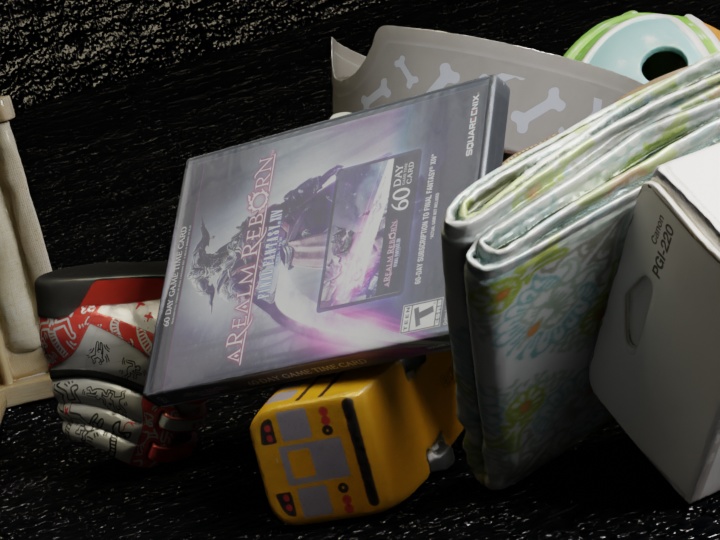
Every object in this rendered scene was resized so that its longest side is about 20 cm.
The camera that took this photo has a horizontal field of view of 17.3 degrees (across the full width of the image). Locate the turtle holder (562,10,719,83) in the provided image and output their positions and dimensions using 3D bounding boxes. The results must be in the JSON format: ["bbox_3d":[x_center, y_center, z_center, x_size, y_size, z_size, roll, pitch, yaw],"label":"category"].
[{"bbox_3d":[0.182,-0.092,1.545,0.184,0.142,0.132,-18,14,-23],"label":"turtle holder"}]

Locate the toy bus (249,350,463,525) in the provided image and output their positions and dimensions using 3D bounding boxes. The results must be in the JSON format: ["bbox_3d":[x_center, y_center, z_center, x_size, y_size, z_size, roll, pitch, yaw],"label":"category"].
[{"bbox_3d":[0.014,0.064,1.223,0.078,0.066,0.200,-12,13,19],"label":"toy bus"}]

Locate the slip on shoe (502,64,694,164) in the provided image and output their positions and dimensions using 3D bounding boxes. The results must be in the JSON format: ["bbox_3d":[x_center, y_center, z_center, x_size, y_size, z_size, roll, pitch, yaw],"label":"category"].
[{"bbox_3d":[0.137,-0.060,1.232,0.076,0.061,0.199,40,38,28],"label":"slip on shoe"}]

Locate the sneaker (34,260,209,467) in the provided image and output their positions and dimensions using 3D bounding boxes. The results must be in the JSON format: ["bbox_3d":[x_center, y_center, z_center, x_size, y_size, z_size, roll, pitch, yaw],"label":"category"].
[{"bbox_3d":[-0.085,0.051,1.306,0.200,0.109,0.067,-2,11,25],"label":"sneaker"}]

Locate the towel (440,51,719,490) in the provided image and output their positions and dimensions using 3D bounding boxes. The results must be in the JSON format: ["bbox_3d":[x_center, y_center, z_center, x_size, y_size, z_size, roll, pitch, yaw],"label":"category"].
[{"bbox_3d":[0.115,0.000,1.076,0.170,0.201,0.048,-29,56,-14],"label":"towel"}]

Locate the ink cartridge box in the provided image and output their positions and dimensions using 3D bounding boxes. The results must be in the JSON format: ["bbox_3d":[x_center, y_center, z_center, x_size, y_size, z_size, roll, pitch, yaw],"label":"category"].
[{"bbox_3d":[0.212,0.000,1.051,0.199,0.146,0.085,-19,52,-25],"label":"ink cartridge box"}]

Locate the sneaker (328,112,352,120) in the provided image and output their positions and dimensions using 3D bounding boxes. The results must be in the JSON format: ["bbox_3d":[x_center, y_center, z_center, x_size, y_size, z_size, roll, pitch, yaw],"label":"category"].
[{"bbox_3d":[0.024,-0.025,1.213,0.074,0.089,0.200,-4,23,-32],"label":"sneaker"}]

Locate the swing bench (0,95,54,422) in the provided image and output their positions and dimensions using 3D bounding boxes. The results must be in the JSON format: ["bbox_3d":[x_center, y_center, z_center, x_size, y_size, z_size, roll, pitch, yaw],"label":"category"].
[{"bbox_3d":[-0.277,0.018,1.452,0.129,0.200,0.200,-11,12,16],"label":"swing bench"}]

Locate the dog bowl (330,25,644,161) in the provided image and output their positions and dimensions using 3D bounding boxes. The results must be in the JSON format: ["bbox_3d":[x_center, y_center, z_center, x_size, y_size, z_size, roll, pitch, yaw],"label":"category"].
[{"bbox_3d":[0.074,-0.090,1.377,0.199,0.059,0.200,11,-3,1],"label":"dog bowl"}]

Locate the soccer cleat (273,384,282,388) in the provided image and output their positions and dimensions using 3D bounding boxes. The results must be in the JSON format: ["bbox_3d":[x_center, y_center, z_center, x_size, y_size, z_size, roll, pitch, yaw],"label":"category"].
[{"bbox_3d":[0.000,0.000,1.365,0.200,0.073,0.068,-41,-1,42],"label":"soccer cleat"}]

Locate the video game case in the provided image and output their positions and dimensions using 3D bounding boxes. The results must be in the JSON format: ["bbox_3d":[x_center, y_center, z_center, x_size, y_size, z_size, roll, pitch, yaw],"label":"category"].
[{"bbox_3d":[-0.018,-0.013,1.184,0.199,0.019,0.144,-12,56,34],"label":"video game case"}]
